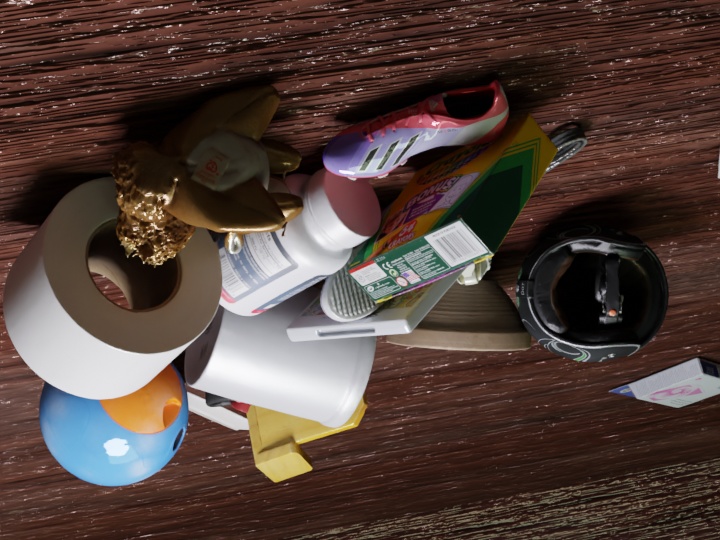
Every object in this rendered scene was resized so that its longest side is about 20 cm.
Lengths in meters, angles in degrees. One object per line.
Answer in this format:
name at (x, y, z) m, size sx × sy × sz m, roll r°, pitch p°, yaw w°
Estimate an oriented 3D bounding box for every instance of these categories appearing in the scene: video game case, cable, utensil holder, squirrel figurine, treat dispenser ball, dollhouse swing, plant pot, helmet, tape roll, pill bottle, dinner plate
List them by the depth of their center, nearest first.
squirrel figurine at (-0.154, -0.082, 1.434) m, size 0.198 × 0.143 × 0.187 m, roll -11°, pitch 171°, yaw 0°
tape roll at (-0.265, 0.020, 1.507) m, size 0.201 × 0.204 × 0.139 m, roll 2°, pitch 155°, yaw -33°
pill bottle at (-0.078, -0.039, 1.577) m, size 0.199 × 0.120 × 0.119 m, roll -28°, pitch 155°, yaw 35°
cable at (0.196, -0.101, 1.663) m, size 0.199 × 0.051 × 0.097 m, roll -26°, pitch 156°, yaw 36°
video game case at (0.032, 0.018, 1.692) m, size 0.181 × 0.023 × 0.200 m, roll -6°, pitch -153°, yaw 39°
utensil holder at (-0.103, 0.092, 1.781) m, size 0.199 × 0.171 × 0.170 m, roll 17°, pitch 150°, yaw -19°
helmet at (0.307, 0.030, 1.878) m, size 0.199 × 0.202 × 0.191 m, roll -17°, pitch 174°, yaw 12°
treat dispenser ball at (-0.332, 0.189, 1.909) m, size 0.199 × 0.202 × 0.201 m, roll -10°, pitch 160°, yaw -4°
plant pot at (0.135, 0.057, 1.936) m, size 0.199 × 0.094 × 0.201 m, roll 1°, pitch -178°, yaw 0°
dollhouse swing at (-0.073, 0.170, 2.007) m, size 0.174 × 0.201 × 0.182 m, roll -14°, pitch 160°, yaw 5°
dinner plate at (-0.237, 0.199, 2.086) m, size 0.199 × 0.024 × 0.200 m, roll 23°, pitch 170°, yaw 4°

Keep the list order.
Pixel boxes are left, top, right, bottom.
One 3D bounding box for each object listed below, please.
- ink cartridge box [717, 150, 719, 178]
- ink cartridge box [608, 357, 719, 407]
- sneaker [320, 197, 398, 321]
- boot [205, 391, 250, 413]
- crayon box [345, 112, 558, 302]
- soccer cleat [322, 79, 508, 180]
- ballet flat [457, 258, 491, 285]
ink cartridge box at (0.551, -0.133, 1.755) m, size 0.198 × 0.068 × 0.115 m, roll -15°, pitch 159°, yaw 8°
ink cartridge box at (0.621, 0.233, 2.789) m, size 0.199 × 0.044 × 0.196 m, roll -27°, pitch 155°, yaw 31°
sneaker at (0.001, 0.000, 1.669) m, size 0.114 × 0.073 × 0.201 m, roll -28°, pitch -164°, yaw 51°
boot at (-0.129, 0.111, 1.903) m, size 0.199 × 0.145 × 0.072 m, roll -22°, pitch 156°, yaw 22°
crayon box at (0.097, -0.065, 1.512) m, size 0.058 × 0.173 × 0.199 m, roll 46°, pitch 143°, yaw -16°
soccer cleat at (0.056, -0.149, 1.453) m, size 0.198 × 0.067 × 0.077 m, roll -13°, pitch 150°, yaw -3°
ballet flat at (0.133, -0.017, 1.830) m, size 0.071 × 0.072 × 0.200 m, roll -15°, pitch 160°, yaw 8°
